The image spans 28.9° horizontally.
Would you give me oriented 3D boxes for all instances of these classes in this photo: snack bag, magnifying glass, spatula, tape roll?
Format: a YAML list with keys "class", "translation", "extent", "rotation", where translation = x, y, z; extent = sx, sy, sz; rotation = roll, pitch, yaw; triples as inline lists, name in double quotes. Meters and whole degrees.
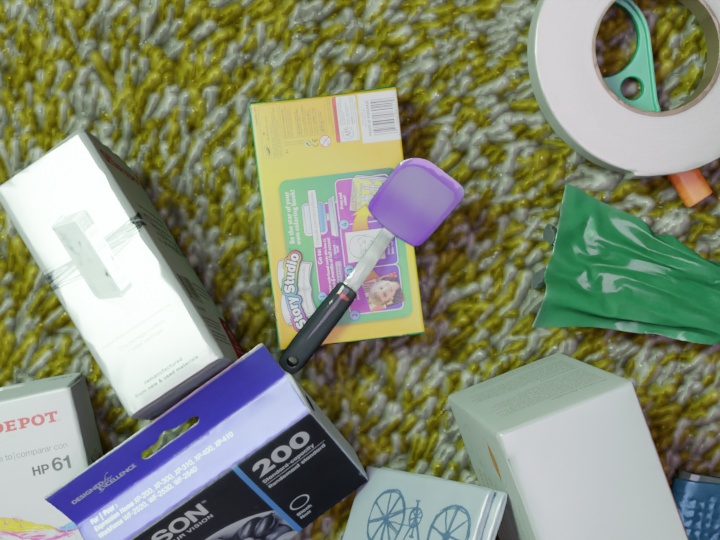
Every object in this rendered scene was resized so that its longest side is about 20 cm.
- class: "snack bag"
  translation: [0.028, 0.252, 1.065]
  extent: [0.021, 0.188, 0.201]
  rotation: [24, 76, -28]
- class: "magnifying glass"
  translation: [0.227, -0.143, 1.148]
  extent: [0.079, 0.022, 0.200]
  rotation: [-33, 95, -1]
- class: "spatula"
  translation: [0.000, 0.000, 1.086]
  extent: [0.056, 0.021, 0.200]
  rotation: [38, 92, -7]
- class: "tape roll"
  translation: [0.234, -0.175, 1.121]
  extent: [0.202, 0.037, 0.204]
  rotation: [0, 91, -4]

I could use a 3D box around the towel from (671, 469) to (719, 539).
- class: "towel"
  translation: [0.315, 0.275, 1.176]
  extent: [0.146, 0.022, 0.201]
  rotation: [10, 94, -3]

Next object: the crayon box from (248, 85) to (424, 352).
- class: "crayon box"
  translation: [-0.019, -0.041, 1.123]
  extent: [0.118, 0.058, 0.201]
  rotation: [-7, 94, -2]

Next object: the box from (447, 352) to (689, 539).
- class: "box"
  translation: [0.156, 0.160, 1.069]
  extent: [0.106, 0.200, 0.153]
  rotation: [-21, 95, -6]

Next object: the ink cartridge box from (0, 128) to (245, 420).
- class: "ink cartridge box"
  translation: [-0.175, 0.008, 1.057]
  extent: [0.084, 0.144, 0.200]
  rotation: [-32, 81, 0]

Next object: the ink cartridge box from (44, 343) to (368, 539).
- class: "ink cartridge box"
  translation: [-0.109, 0.168, 1.071]
  extent: [0.198, 0.200, 0.043]
  rotation: [-36, 53, -1]

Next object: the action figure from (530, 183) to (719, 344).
- class: "action figure"
  translation: [0.242, 0.013, 1.141]
  extent: [0.199, 0.055, 0.119]
  rotation: [15, 91, -10]

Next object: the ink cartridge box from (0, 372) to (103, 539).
- class: "ink cartridge box"
  translation: [-0.273, 0.194, 1.110]
  extent: [0.144, 0.085, 0.201]
  rotation: [-12, 92, -2]
